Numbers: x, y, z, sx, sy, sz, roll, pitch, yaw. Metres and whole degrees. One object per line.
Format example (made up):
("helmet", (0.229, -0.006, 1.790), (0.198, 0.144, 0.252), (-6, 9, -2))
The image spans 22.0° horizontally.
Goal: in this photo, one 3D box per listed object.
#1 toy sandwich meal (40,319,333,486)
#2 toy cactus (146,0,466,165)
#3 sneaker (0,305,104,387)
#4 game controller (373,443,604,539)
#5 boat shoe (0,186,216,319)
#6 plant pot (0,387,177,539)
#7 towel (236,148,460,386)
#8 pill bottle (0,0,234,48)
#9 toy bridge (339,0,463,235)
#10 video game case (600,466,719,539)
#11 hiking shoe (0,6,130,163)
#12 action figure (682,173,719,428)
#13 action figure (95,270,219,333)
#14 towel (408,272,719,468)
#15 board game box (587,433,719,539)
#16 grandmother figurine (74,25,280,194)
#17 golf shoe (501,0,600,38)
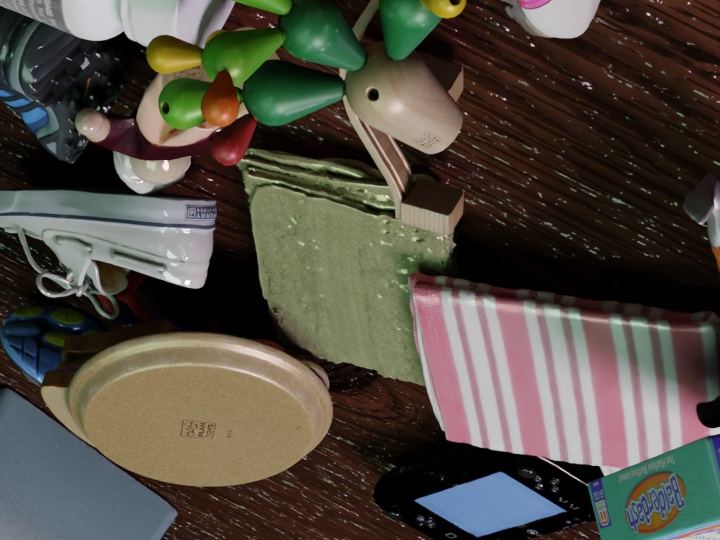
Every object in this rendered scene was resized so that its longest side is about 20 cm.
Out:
("toy sandwich meal", (-0.116, 0.083, 1.291), (0.203, 0.071, 0.206), (1, 144, 0))
("toy cactus", (-0.006, -0.108, 0.931), (0.200, 0.103, 0.165), (-39, 131, 21))
("sneaker", (-0.197, 0.099, 1.440), (0.198, 0.071, 0.083), (32, 141, -10))
("game controller", (0.095, 0.162, 1.333), (0.104, 0.042, 0.199), (40, 147, -16))
("boat shoe", (-0.176, -0.011, 1.239), (0.200, 0.087, 0.074), (5, -175, 35))
("plant pot", (-0.317, 0.260, 1.633), (0.196, 0.201, 0.195), (37, 146, -15))
("towel", (0.000, 0.000, 1.188), (0.147, 0.037, 0.201), (15, 144, 20))
("pill bottle", (-0.163, -0.190, 0.978), (0.198, 0.114, 0.114), (23, 147, 10))
("toy bridge", (0.022, -0.106, 1.016), (0.067, 0.027, 0.201), (16, 139, 19))
("video game case", (0.234, 0.123, 1.191), (0.180, 0.023, 0.201), (4, 140, 33))
("hiking shoe", (-0.194, -0.128, 1.104), (0.086, 0.075, 0.200), (33, 169, 7))
("action figure", (0.267, 0.008, 0.975), (0.198, 0.106, 0.194), (-10, 144, 10))
("action figure", (-0.136, 0.054, 1.354), (0.065, 0.052, 0.201), (14, 150, 31))
("towel", (0.131, 0.064, 1.139), (0.198, 0.030, 0.147), (8, 139, 20))
("board game box", (0.244, 0.106, 1.004), (0.198, 0.046, 0.152), (-9, 168, -18))
("grandmother figurine", (-0.111, -0.089, 1.098), (0.120, 0.061, 0.200), (2, 167, -16))
("golf shoe", (0.107, -0.175, 0.831), (0.091, 0.073, 0.201), (17, 145, 15))
